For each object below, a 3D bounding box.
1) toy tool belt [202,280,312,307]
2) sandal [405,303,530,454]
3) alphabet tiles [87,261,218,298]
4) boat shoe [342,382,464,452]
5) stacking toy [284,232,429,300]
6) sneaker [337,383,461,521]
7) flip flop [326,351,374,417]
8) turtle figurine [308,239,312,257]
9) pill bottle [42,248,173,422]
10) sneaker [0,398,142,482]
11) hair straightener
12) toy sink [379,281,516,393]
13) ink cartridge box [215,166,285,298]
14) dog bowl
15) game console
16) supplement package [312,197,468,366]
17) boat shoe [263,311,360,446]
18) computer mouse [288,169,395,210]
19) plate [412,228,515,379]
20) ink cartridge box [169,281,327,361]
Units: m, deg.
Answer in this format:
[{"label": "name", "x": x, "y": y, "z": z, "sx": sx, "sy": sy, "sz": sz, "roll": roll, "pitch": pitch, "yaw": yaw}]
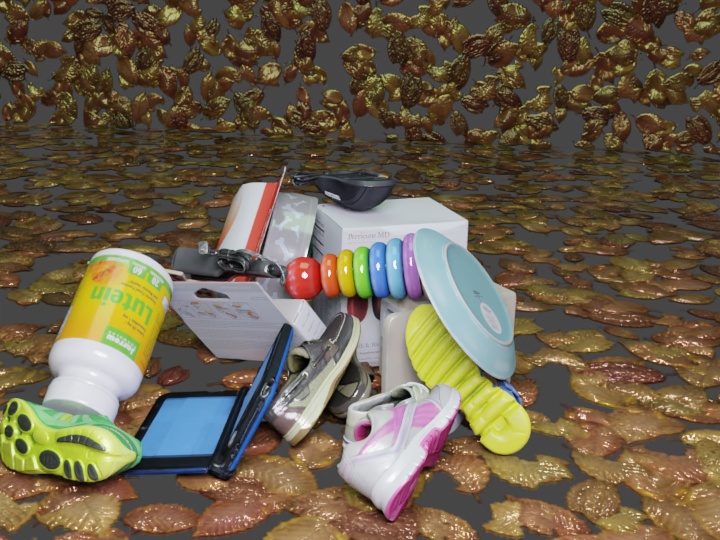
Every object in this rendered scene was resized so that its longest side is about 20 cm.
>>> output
[{"label": "toy tool belt", "x": -0.157, "y": 0.021, "z": 1.410, "sx": 0.197, "sy": 0.125, "sz": 0.124, "roll": -9, "pitch": 20, "yaw": -31}, {"label": "sandal", "x": 0.126, "y": 0.125, "z": 1.091, "sx": 0.079, "sy": 0.201, "sz": 0.087, "roll": -38, "pitch": -10, "yaw": 14}, {"label": "alphabet tiles", "x": -0.273, "y": 0.022, "z": 1.244, "sx": 0.163, "sy": 0.006, "sz": 0.200, "roll": 10, "pitch": -15, "yaw": 0}, {"label": "boat shoe", "x": 0.058, "y": 0.164, "z": 1.075, "sx": 0.071, "sy": 0.063, "sz": 0.198, "roll": 16, "pitch": 22, "yaw": 38}, {"label": "stacking toy", "x": 0.000, "y": 0.000, "z": 1.150, "sx": 0.196, "sy": 0.087, "sz": 0.085, "roll": -4, "pitch": 16, "yaw": 10}, {"label": "sneaker", "x": 0.043, "y": 0.170, "z": 0.974, "sx": 0.087, "sy": 0.082, "sz": 0.200, "roll": 27, "pitch": 29, "yaw": 16}, {"label": "flip flop", "x": -0.010, "y": 0.139, "z": 1.150, "sx": 0.057, "sy": 0.082, "sz": 0.200, "roll": 36, "pitch": 3, "yaw": -14}, {"label": "turtle figurine", "x": -0.102, "y": -0.034, "z": 1.549, "sx": 0.147, "sy": 0.103, "sz": 0.200, "roll": 8, "pitch": -10, "yaw": 11}, {"label": "pill bottle", "x": -0.302, "y": 0.085, "z": 1.097, "sx": 0.109, "sy": 0.112, "sz": 0.202, "roll": 5, "pitch": 54, "yaw": 11}, {"label": "sneaker", "x": -0.316, "y": 0.187, "z": 0.993, "sx": 0.197, "sy": 0.075, "sz": 0.083, "roll": 10, "pitch": -5, "yaw": 33}, {"label": "hair straightener", "x": -0.166, "y": -0.005, "z": 1.123, "sx": 0.198, "sy": 0.042, "sz": 0.077, "roll": 10, "pitch": -11, "yaw": 41}, {"label": "toy sink", "x": 0.090, "y": 0.089, "z": 1.204, "sx": 0.197, "sy": 0.133, "sz": 0.112, "roll": -10, "pitch": 20, "yaw": -28}, {"label": "ink cartridge box", "x": -0.163, "y": -0.045, "z": 1.258, "sx": 0.049, "sy": 0.165, "sz": 0.200, "roll": 19, "pitch": -18, "yaw": -10}, {"label": "dog bowl", "x": -0.113, "y": -0.016, "z": 1.284, "sx": 0.058, "sy": 0.203, "sz": 0.200, "roll": 14, "pitch": 16, "yaw": -9}, {"label": "game console", "x": -0.170, "y": 0.141, "z": 1.055, "sx": 0.117, "sy": 0.172, "sz": 0.200, "roll": 27, "pitch": 17, "yaw": -6}, {"label": "supplement package", "x": 0.038, "y": 0.014, "z": 1.318, "sx": 0.188, "sy": 0.204, "sz": 0.147, "roll": -5, "pitch": 18, "yaw": -18}, {"label": "boat shoe", "x": -0.056, "y": 0.113, "z": 1.100, "sx": 0.065, "sy": 0.073, "sz": 0.201, "roll": 38, "pitch": 41, "yaw": -12}, {"label": "computer mouse", "x": -0.001, "y": -0.116, "z": 1.330, "sx": 0.139, "sy": 0.047, "sz": 0.199, "roll": -7, "pitch": 13, "yaw": -38}, {"label": "plate", "x": 0.130, "y": 0.031, "z": 1.072, "sx": 0.025, "sy": 0.201, "sz": 0.200, "roll": -33, "pitch": 5, "yaw": 22}, {"label": "ink cartridge box", "x": -0.153, "y": 0.054, "z": 1.194, "sx": 0.197, "sy": 0.174, "sz": 0.044, "roll": 0, "pitch": 50, "yaw": 35}]
